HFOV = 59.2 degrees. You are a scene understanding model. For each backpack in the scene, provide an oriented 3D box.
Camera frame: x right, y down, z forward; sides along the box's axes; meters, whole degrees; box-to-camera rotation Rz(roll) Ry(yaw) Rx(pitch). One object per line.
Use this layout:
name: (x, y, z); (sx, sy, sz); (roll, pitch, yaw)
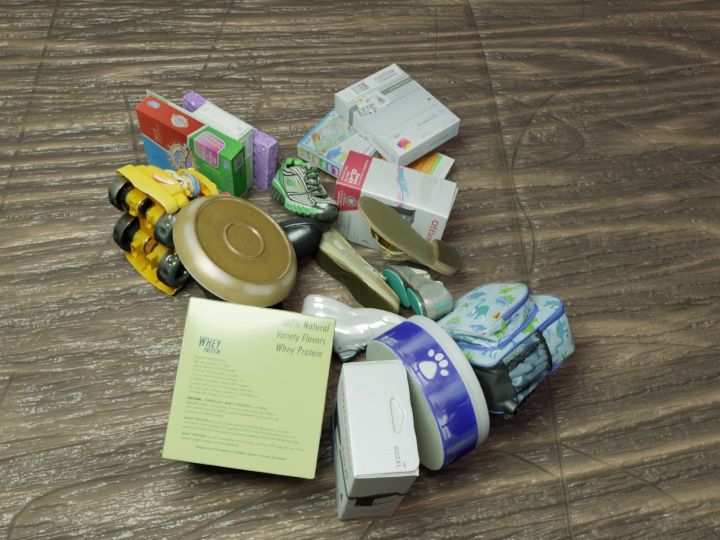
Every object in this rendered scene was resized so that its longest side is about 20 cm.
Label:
backpack: (0.215, 0.102, 0.957); (0.198, 0.182, 0.149); (-27, 103, -29)

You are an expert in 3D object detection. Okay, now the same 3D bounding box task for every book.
book: (0.065, -0.196, 1.225); (0.197, 0.048, 0.135); (26, 58, 11)

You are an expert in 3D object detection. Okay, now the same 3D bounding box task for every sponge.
sponge: (-0.241, -0.238, 1.166); (0.198, 0.112, 0.030); (33, 57, 13)

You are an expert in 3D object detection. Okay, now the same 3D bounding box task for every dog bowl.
dog bowl: (0.090, 0.171, 0.892); (0.078, 0.201, 0.201); (-25, 63, -20)

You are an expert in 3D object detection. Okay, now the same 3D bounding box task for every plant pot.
plant pot: (-0.173, -0.038, 0.922); (0.197, 0.028, 0.202); (24, 41, -23)

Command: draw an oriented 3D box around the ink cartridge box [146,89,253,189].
ink cartridge box: (-0.284, -0.237, 1.138); (0.198, 0.147, 0.048); (32, 56, 13)

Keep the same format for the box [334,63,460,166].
box: (0.068, -0.297, 1.204); (0.155, 0.041, 0.200); (-32, 61, -21)

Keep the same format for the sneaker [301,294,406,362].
sneaker: (-0.004, 0.106, 1.010); (0.196, 0.076, 0.090); (12, 68, 7)

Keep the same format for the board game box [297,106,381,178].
board game box: (-0.011, -0.263, 1.225); (0.133, 0.034, 0.201); (30, 60, 18)

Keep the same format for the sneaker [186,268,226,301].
sneaker: (-0.211, -0.045, 0.975); (0.075, 0.091, 0.202); (-23, 37, 21)

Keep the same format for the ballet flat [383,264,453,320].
ballet flat: (0.095, 0.031, 1.016); (0.063, 0.069, 0.200); (-21, 19, -9)

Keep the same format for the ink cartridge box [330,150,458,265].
ink cartridge box: (0.054, -0.105, 1.100); (0.196, 0.149, 0.087); (19, 55, 6)

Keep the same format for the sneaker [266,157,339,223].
sneaker: (-0.097, -0.141, 1.089); (0.077, 0.086, 0.199); (13, 17, -41)

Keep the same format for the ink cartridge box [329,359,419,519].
ink cartridge box: (0.011, 0.230, 0.841); (0.082, 0.201, 0.147); (-1, 56, -9)

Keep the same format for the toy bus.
toy bus: (-0.285, -0.094, 1.020); (0.135, 0.202, 0.192); (36, 51, 19)

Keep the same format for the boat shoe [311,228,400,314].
boat shoe: (-0.001, 0.001, 1.071); (0.200, 0.074, 0.063); (37, 60, 26)

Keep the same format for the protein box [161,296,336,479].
protein box: (-0.142, 0.156, 0.864); (0.194, 0.135, 0.204); (8, 82, -3)

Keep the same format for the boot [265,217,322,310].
boot: (-0.144, 0.015, 1.014); (0.195, 0.074, 0.165); (-18, 52, 7)

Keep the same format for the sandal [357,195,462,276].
sandal: (0.066, -0.036, 1.038); (0.209, 0.070, 0.078); (28, 41, -19)

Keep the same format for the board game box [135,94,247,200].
board game box: (-0.290, -0.196, 1.107); (0.198, 0.154, 0.041); (28, 57, 12)
